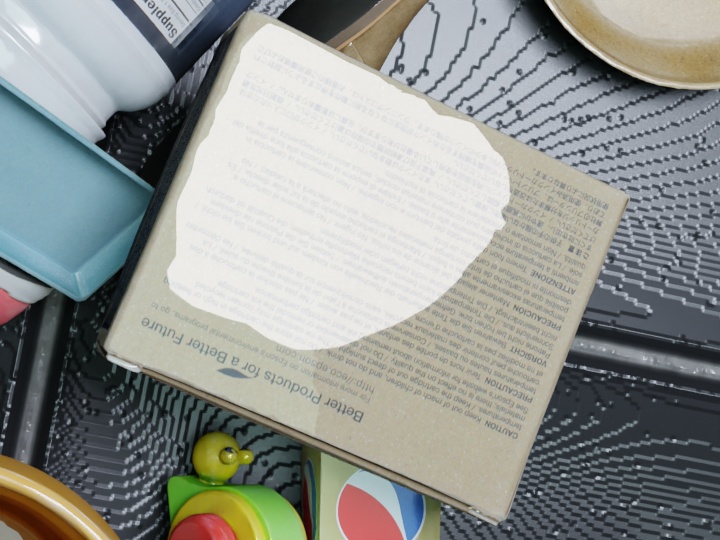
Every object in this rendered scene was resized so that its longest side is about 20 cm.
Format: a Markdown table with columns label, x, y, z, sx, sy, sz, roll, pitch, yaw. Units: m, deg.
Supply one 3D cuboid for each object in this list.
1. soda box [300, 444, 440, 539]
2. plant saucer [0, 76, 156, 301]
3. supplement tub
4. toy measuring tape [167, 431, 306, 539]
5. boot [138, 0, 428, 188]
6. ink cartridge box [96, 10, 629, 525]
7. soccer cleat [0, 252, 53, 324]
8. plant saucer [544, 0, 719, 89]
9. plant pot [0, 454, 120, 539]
| label | x | y | z | sx | sy | sz | roll | pitch | yaw |
| --- | --- | --- | --- | --- | --- | --- | --- | --- | --- |
| soda box | 0.005 | 0.085 | 0.806 | 0.063 | 0.068 | 0.202 | 0 | 91 | -10 |
| plant saucer | -0.157 | -0.047 | 0.688 | 0.070 | 0.200 | 0.019 | -40 | 55 | 8 |
| supplement tub | -0.108 | -0.167 | 0.748 | 0.140 | 0.140 | 0.200 | 44 | 84 | -7 |
| toy measuring tape | -0.056 | 0.178 | 0.782 | 0.073 | 0.074 | 0.202 | -5 | 79 | -9 |
| boot | -0.019 | -0.089 | 0.810 | 0.200 | 0.074 | 0.075 | -46 | 116 | -2 |
| ink cartridge box | 0.000 | 0.000 | 0.730 | 0.199 | 0.075 | 0.166 | 25 | 85 | -14 |
| soccer cleat | -0.214 | -0.007 | 0.712 | 0.073 | 0.200 | 0.068 | -39 | 68 | 11 |
| plant saucer | 0.173 | -0.196 | 0.848 | 0.198 | 0.035 | 0.202 | 0 | 90 | -10 |
| plant pot | -0.189 | 0.172 | 0.716 | 0.198 | 0.183 | 0.202 | 0 | 91 | -9 |
